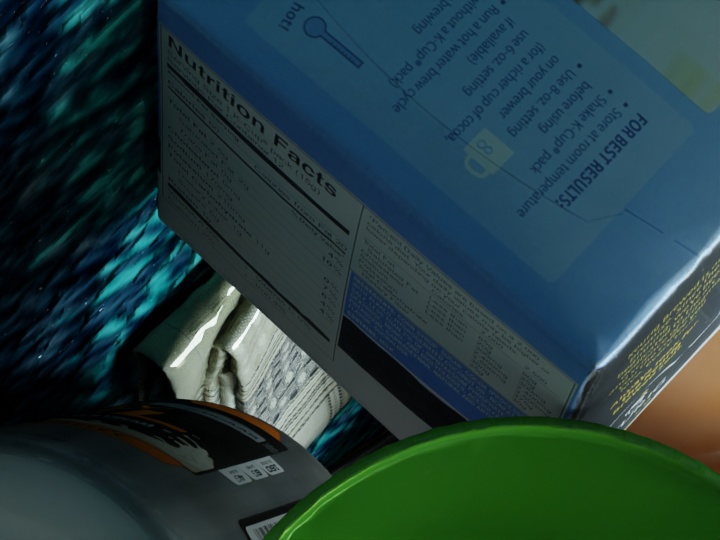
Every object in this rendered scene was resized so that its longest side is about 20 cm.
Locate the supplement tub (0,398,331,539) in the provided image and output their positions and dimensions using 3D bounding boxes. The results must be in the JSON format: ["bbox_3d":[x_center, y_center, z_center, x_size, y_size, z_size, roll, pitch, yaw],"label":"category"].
[{"bbox_3d":[-0.065,0.098,0.697,0.123,0.122,0.200,-51,169,9],"label":"supplement tub"}]

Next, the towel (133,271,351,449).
[{"bbox_3d":[0.000,0.000,0.868,0.200,0.035,0.193,-46,169,-17],"label":"towel"}]

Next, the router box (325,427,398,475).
[{"bbox_3d":[0.020,0.085,1.024,0.200,0.051,0.149,-31,177,-33],"label":"router box"}]

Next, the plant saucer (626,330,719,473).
[{"bbox_3d":[0.115,0.006,0.888,0.201,0.199,0.038,-55,-157,28],"label":"plant saucer"}]

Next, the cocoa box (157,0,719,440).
[{"bbox_3d":[0.062,-0.062,0.633,0.200,0.133,0.131,-46,168,-18],"label":"cocoa box"}]

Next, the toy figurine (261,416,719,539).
[{"bbox_3d":[0.059,0.112,0.633,0.199,0.151,0.184,-18,171,-3],"label":"toy figurine"}]
